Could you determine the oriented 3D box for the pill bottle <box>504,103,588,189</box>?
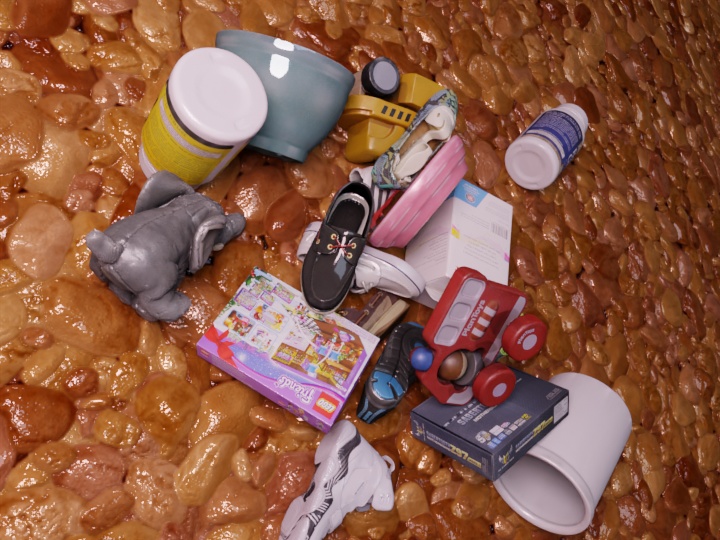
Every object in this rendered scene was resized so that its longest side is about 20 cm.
[{"bbox_3d":[0.384,-0.258,1.214,0.111,0.111,0.200,52,55,-9],"label":"pill bottle"}]

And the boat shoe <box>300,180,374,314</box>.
[{"bbox_3d":[-0.031,-0.036,0.827,0.073,0.063,0.203,21,59,-4],"label":"boat shoe"}]

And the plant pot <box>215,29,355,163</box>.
[{"bbox_3d":[-0.119,-0.229,0.839,0.199,0.200,0.136,13,95,-30],"label":"plant pot"}]

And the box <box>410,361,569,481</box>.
[{"bbox_3d":[0.198,0.218,0.918,0.199,0.157,0.052,-23,116,-36],"label":"box"}]

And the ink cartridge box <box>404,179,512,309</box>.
[{"bbox_3d":[0.155,-0.022,0.981,0.128,0.125,0.202,23,64,-26],"label":"ink cartridge box"}]

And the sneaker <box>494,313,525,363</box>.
[{"bbox_3d":[0.197,0.131,1.001,0.198,0.076,0.076,-15,85,-17],"label":"sneaker"}]

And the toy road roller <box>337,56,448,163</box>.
[{"bbox_3d":[0.048,-0.243,0.987,0.198,0.122,0.148,11,85,-30],"label":"toy road roller"}]

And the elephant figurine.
[{"bbox_3d":[-0.220,-0.049,0.727,0.142,0.155,0.200,50,63,-22],"label":"elephant figurine"}]

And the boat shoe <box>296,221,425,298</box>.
[{"bbox_3d":[0.000,0.000,0.889,0.199,0.072,0.066,29,62,-9],"label":"boat shoe"}]

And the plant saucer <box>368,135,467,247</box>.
[{"bbox_3d":[0.092,-0.106,0.889,0.051,0.201,0.201,40,57,-1],"label":"plant saucer"}]

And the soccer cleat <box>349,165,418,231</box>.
[{"bbox_3d":[0.029,-0.146,0.973,0.085,0.068,0.201,46,61,-18],"label":"soccer cleat"}]

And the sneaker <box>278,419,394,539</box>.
[{"bbox_3d":[-0.023,0.311,0.791,0.115,0.075,0.201,37,55,-16],"label":"sneaker"}]

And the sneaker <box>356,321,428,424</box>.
[{"bbox_3d":[0.051,0.147,0.900,0.073,0.082,0.200,38,37,10],"label":"sneaker"}]

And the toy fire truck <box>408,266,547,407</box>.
[{"bbox_3d":[0.150,0.098,0.850,0.167,0.112,0.201,16,110,-35],"label":"toy fire truck"}]

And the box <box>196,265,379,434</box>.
[{"bbox_3d":[-0.092,0.100,0.785,0.199,0.039,0.137,30,58,6],"label":"box"}]

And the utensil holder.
[{"bbox_3d":[0.332,0.290,0.979,0.200,0.169,0.171,-38,98,-37],"label":"utensil holder"}]

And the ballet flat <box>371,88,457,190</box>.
[{"bbox_3d":[0.100,-0.197,0.921,0.074,0.074,0.201,40,82,-16],"label":"ballet flat"}]

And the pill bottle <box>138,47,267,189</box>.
[{"bbox_3d":[-0.204,-0.173,0.743,0.113,0.199,0.116,10,70,-31],"label":"pill bottle"}]

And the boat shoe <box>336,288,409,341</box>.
[{"bbox_3d":[-0.012,0.088,0.880,0.072,0.072,0.200,43,56,14],"label":"boat shoe"}]
